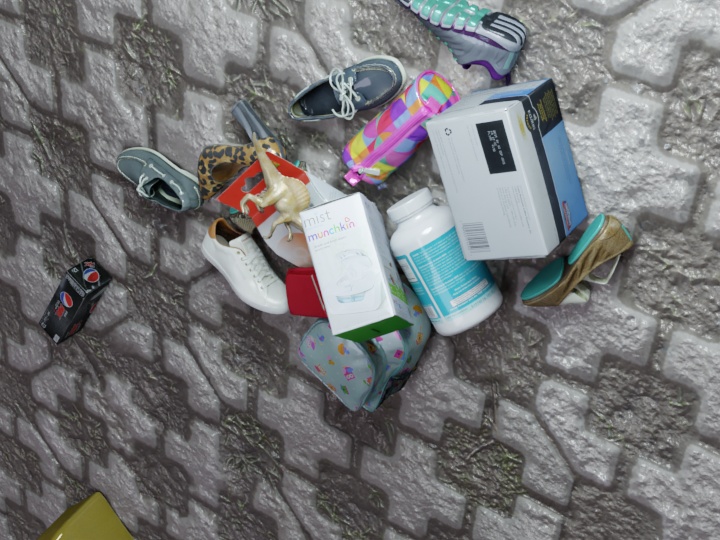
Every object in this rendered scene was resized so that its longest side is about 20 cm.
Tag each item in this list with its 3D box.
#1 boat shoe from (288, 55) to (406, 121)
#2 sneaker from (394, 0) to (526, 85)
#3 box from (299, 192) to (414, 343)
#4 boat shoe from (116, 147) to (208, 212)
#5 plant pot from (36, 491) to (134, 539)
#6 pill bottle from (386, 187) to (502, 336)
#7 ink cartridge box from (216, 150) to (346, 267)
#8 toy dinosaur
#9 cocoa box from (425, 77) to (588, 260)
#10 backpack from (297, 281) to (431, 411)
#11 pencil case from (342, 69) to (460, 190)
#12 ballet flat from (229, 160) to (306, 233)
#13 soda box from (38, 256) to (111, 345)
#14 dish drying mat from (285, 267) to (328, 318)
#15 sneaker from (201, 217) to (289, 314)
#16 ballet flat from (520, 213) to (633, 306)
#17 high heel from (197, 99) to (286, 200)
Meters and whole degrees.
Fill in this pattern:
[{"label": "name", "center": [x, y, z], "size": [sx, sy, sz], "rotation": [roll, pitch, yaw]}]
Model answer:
[{"label": "boat shoe", "center": [-0.023, -0.257, 1.619], "size": [0.199, 0.062, 0.076], "rotation": [-6, 110, 40]}, {"label": "sneaker", "center": [0.117, -0.311, 1.472], "size": [0.199, 0.074, 0.088], "rotation": [30, 136, 19]}, {"label": "box", "center": [0.000, 0.000, 1.582], "size": [0.096, 0.200, 0.178], "rotation": [-18, 82, 8]}, {"label": "boat shoe", "center": [-0.355, -0.155, 1.941], "size": [0.199, 0.062, 0.073], "rotation": [26, 129, 23]}, {"label": "plant pot", "center": [-0.651, 0.663, 2.571], "size": [0.194, 0.200, 0.196], "rotation": [-33, 94, 44]}, {"label": "pill bottle", "center": [0.115, -0.016, 1.622], "size": [0.110, 0.111, 0.201], "rotation": [-21, 102, 43]}, {"label": "ink cartridge box", "center": [-0.104, -0.085, 1.730], "size": [0.199, 0.051, 0.162], "rotation": [27, 141, -26]}, {"label": "toy dinosaur", "center": [-0.125, -0.112, 1.672], "size": [0.101, 0.058, 0.201], "rotation": [-25, 106, 28]}, {"label": "cocoa box", "center": [0.195, -0.131, 1.475], "size": [0.132, 0.131, 0.202], "rotation": [-3, 114, 39]}, {"label": "backpack", "center": [0.009, 0.105, 1.755], "size": [0.176, 0.153, 0.201], "rotation": [44, 128, 15]}, {"label": "pencil case", "center": [0.055, -0.195, 1.581], "size": [0.089, 0.088, 0.200], "rotation": [50, 134, 1]}, {"label": "ballet flat", "center": [-0.130, -0.111, 1.796], "size": [0.075, 0.068, 0.199], "rotation": [42, 137, -19]}, {"label": "soda box", "center": [-0.568, 0.062, 2.232], "size": [0.063, 0.071, 0.200], "rotation": [47, 134, 6]}, {"label": "dish drying mat", "center": [-0.081, 0.034, 1.748], "size": [0.200, 0.018, 0.078], "rotation": [179, 86, -69]}, {"label": "sneaker", "center": [-0.188, -0.009, 1.890], "size": [0.200, 0.073, 0.085], "rotation": [40, 136, 14]}, {"label": "ballet flat", "center": [0.300, 0.002, 1.531], "size": [0.072, 0.068, 0.200], "rotation": [33, 131, -8]}, {"label": "high heel", "center": [-0.191, -0.151, 1.789], "size": [0.143, 0.071, 0.201], "rotation": [53, 130, 25]}]
